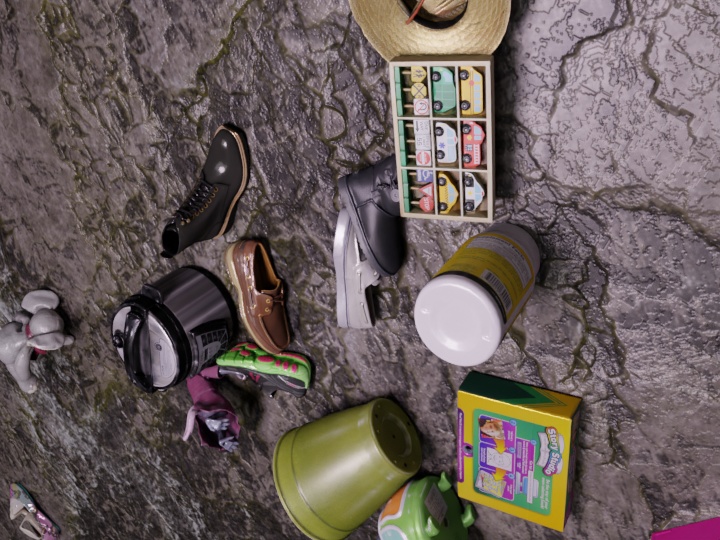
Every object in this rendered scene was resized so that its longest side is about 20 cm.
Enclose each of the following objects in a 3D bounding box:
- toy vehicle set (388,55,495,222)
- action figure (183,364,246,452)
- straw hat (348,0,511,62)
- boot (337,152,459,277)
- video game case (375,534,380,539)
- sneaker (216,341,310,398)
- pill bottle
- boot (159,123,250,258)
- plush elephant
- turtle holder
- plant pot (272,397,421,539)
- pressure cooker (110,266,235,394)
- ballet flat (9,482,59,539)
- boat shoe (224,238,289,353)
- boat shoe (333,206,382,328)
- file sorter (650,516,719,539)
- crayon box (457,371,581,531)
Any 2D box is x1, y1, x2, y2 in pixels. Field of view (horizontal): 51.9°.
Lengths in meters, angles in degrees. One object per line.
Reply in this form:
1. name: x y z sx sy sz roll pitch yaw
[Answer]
1. toy vehicle set: 0.103 -0.160 0.911 0.121 0.027 0.204 4 121 19
2. action figure: -0.289 0.241 1.366 0.201 0.146 0.136 54 128 40
3. straw hat: 0.086 -0.336 0.867 0.196 0.086 0.204 11 132 13
4. boot: 0.082 -0.089 1.019 0.197 0.066 0.167 -18 110 30
5. video game case: 0.133 0.501 1.308 0.199 0.019 0.144 38 128 12
6. sneaker: -0.177 0.183 1.310 0.196 0.076 0.086 10 115 30
7. pill bottle: 0.155 0.022 0.932 0.112 0.200 0.117 14 120 25
8. boot: -0.248 -0.118 1.163 0.076 0.138 0.204 26 124 18
9. plush elephant: -0.694 0.139 1.590 0.151 0.168 0.201 -14 148 0
10. turtle holder: 0.112 0.428 1.214 0.130 0.143 0.185 -23 131 32
11. plant pot: -0.009 0.310 1.206 0.192 0.200 0.202 -36 92 28
12. pressure cooker: -0.338 0.109 1.296 0.177 0.199 0.178 -28 96 38
13. ballet flat: -0.920 0.679 2.045 0.200 0.071 0.069 46 130 5
14. boat shoe: -0.162 0.044 1.232 0.066 0.072 0.204 -10 105 37
15. boat shoe: 0.000 0.000 1.113 0.068 0.071 0.205 5 117 12
16. file sorter: 0.490 0.418 0.959 0.199 0.139 0.126 -33 97 39
17. crayon box: 0.232 0.267 1.099 0.169 0.058 0.205 11 119 27
